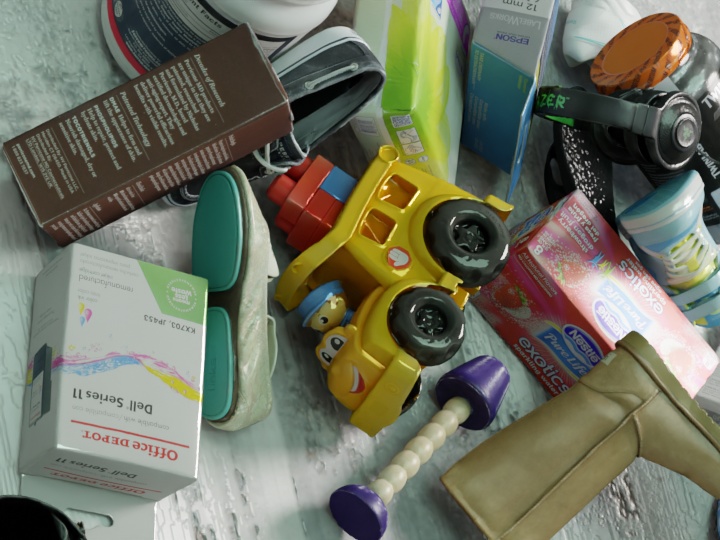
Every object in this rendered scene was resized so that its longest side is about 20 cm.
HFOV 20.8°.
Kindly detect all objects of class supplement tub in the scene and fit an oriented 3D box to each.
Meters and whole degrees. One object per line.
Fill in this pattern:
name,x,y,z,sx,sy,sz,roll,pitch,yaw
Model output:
supplement tub,0.302,-0.130,1.784,0.200,0.122,0.123,49,49,-27
supplement tub,-0.101,-0.225,1.520,0.140,0.200,0.141,15,61,-29

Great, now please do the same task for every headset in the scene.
headset,0.246,-0.134,1.656,0.200,0.123,0.094,14,91,-20

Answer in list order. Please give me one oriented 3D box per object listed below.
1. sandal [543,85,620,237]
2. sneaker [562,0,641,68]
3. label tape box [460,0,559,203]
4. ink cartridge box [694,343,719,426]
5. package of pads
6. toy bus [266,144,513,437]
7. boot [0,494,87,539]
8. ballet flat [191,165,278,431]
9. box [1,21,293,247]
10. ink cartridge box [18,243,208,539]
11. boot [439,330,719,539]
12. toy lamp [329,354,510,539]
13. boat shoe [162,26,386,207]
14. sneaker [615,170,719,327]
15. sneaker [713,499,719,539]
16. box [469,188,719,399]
sandal,0.193,-0.064,1.754,0.075,0.048,0.201,-2,83,-52
sneaker,0.271,-0.188,1.860,0.200,0.070,0.080,28,72,-19
label tape box,0.125,-0.173,1.687,0.066,0.143,0.200,14,58,7
ink cartridge box,0.406,0.095,1.780,0.161,0.050,0.200,20,42,19
package of pads,0.041,-0.171,1.637,0.155,0.068,0.200,63,30,-57
toy bus,0.000,0.000,1.546,0.192,0.136,0.200,32,56,-4
boot,-0.189,0.202,1.307,0.200,0.138,0.078,13,62,-31
ballet flat,-0.092,0.021,1.489,0.062,0.067,0.200,1,92,-46
box,-0.152,-0.097,1.429,0.200,0.100,0.075,-25,83,-4
ink cartridge box,-0.177,0.094,1.409,0.117,0.067,0.200,15,61,-29
boot,0.192,0.171,1.580,0.200,0.066,0.175,-40,88,-6
toy lamp,0.052,0.136,1.561,0.058,0.058,0.200,53,52,-4
boat shoe,-0.068,-0.107,1.513,0.068,0.200,0.072,53,-4,43
sneaker,0.282,-0.011,1.669,0.131,0.079,0.200,58,5,2
sneaker,0.375,0.193,1.750,0.072,0.072,0.200,45,53,-12
box,0.196,0.045,1.672,0.200,0.100,0.095,50,50,-7
